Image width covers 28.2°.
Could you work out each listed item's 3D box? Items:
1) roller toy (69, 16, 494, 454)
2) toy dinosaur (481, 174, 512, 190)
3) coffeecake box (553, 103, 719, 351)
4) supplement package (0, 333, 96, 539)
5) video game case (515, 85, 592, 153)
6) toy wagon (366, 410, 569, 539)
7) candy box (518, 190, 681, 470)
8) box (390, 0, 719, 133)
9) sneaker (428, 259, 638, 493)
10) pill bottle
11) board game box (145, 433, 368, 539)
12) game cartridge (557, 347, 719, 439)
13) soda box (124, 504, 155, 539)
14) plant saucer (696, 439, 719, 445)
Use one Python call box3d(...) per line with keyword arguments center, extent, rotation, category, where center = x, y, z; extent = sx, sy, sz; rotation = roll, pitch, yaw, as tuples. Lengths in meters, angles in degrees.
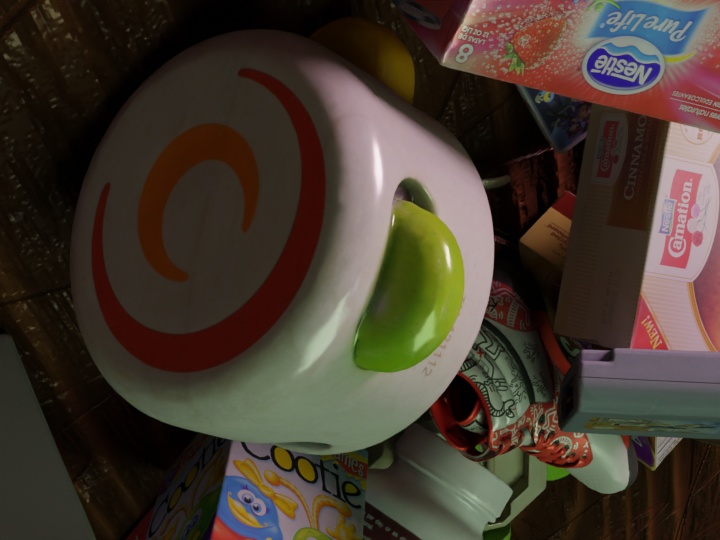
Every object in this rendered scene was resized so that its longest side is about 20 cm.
box3d(center=(-0.035, -0.011, 0.686), extent=(0.182, 0.202, 0.139), rotation=(-34, 150, 23), category="roller toy")
box3d(center=(0.000, 0.000, 0.855), extent=(0.200, 0.048, 0.088), rotation=(-43, 161, 14), category="toy dinosaur")
box3d(center=(0.222, -0.023, 0.846), extent=(0.198, 0.073, 0.156), rotation=(8, 93, -31), category="coffeecake box")
box3d(center=(-0.248, 0.175, 0.773), extent=(0.189, 0.148, 0.201), rotation=(-19, 146, -21), category="supplement package")
box3d(center=(0.162, -0.171, 0.793), extent=(0.199, 0.023, 0.182), rotation=(-37, 147, 4), category="video game case")
box3d(center=(0.085, 0.146, 1.068), extent=(0.197, 0.040, 0.157), rotation=(-11, 129, -8), category="toy wagon")
box3d(center=(0.174, 0.046, 0.990), extent=(0.056, 0.116, 0.201), rotation=(-43, 151, -18), category="candy box")
box3d(center=(0.114, -0.143, 0.679), extent=(0.198, 0.103, 0.095), rotation=(7, 124, -34), category="box")
box3d(center=(0.109, 0.102, 0.957), extent=(0.108, 0.067, 0.202), rotation=(-51, 120, -36), category="sneaker")
box3d(center=(0.015, 0.209, 0.959), extent=(0.201, 0.112, 0.113), rotation=(-56, 148, -8), category="pill bottle")
box3d(center=(-0.067, 0.175, 0.862), extent=(0.104, 0.201, 0.103), rotation=(34, 115, -15), category="board game box")
box3d(center=(0.184, 0.074, 0.828), extent=(0.131, 0.042, 0.200), rotation=(6, 170, 6), category="game cartridge")
box3d(center=(-0.153, 0.242, 1.012), extent=(0.063, 0.070, 0.200), rotation=(12, 127, -46), category="soda box")
box3d(center=(0.274, 0.070, 1.068), extent=(0.201, 0.198, 0.035), rotation=(101, 12, -48), category="plant saucer")
